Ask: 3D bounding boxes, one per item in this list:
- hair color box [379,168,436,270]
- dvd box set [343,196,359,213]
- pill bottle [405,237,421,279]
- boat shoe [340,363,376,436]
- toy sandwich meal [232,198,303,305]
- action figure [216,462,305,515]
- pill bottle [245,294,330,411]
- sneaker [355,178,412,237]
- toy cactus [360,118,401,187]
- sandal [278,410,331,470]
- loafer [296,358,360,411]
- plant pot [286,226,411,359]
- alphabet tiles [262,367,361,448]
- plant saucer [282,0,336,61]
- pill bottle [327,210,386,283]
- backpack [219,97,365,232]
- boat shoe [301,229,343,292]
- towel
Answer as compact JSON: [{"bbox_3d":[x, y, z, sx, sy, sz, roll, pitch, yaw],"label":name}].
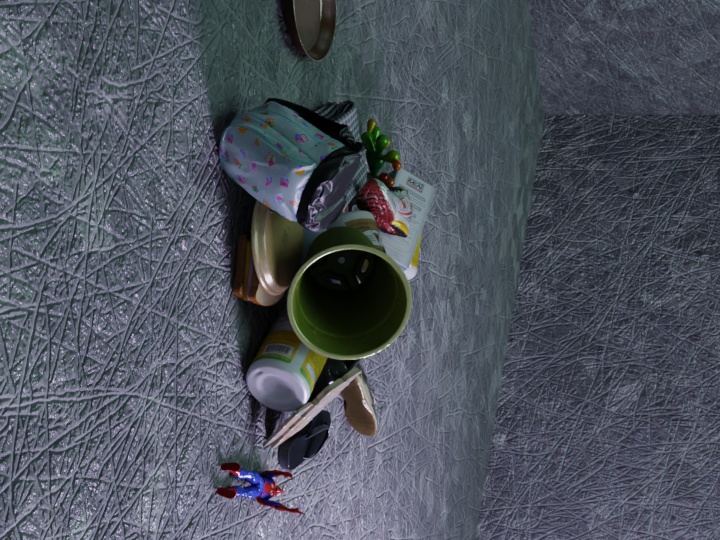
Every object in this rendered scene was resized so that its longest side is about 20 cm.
[{"bbox_3d":[0.077,-0.104,1.970,0.061,0.099,0.201,-29,-144,61],"label":"hair color box"},{"bbox_3d":[-0.033,-0.042,1.916,0.146,0.029,0.202,-28,119,-68],"label":"dvd box set"},{"bbox_3d":[0.076,-0.047,2.099,0.112,0.112,0.202,41,55,-66],"label":"pill bottle"},{"bbox_3d":[0.003,0.270,2.007,0.065,0.073,0.201,-60,148,-42],"label":"boat shoe"},{"bbox_3d":[-0.153,-0.046,1.529,0.205,0.070,0.207,0,90,-72],"label":"toy sandwich meal"},{"bbox_3d":[-0.151,0.360,1.560,0.200,0.098,0.066,47,51,-67],"label":"action figure"},{"bbox_3d":[-0.109,0.132,1.610,0.200,0.110,0.112,-64,151,-47],"label":"pill bottle"},{"bbox_3d":[0.049,-0.135,1.837,0.200,0.077,0.083,47,59,-65],"label":"sneaker"},{"bbox_3d":[0.021,-0.207,1.950,0.166,0.101,0.201,104,-23,-44],"label":"toy cactus"},{"bbox_3d":[-0.094,0.325,1.786,0.200,0.043,0.077,-37,128,-65],"label":"sandal"},{"bbox_3d":[-0.054,0.173,1.680,0.201,0.070,0.068,-45,120,-34],"label":"loafer"},{"bbox_3d":[-0.024,0.016,1.574,0.190,0.198,0.201,-102,-174,-67],"label":"plant pot"},{"bbox_3d":[-0.080,0.238,1.631,0.200,0.015,0.195,-47,168,36],"label":"alphabet tiles"},{"bbox_3d":[-0.092,-0.472,1.670,0.200,0.034,0.202,4,90,-70],"label":"plant saucer"},{"bbox_3d":[0.000,0.000,1.763,0.114,0.114,0.201,30,40,-68],"label":"pill bottle"},{"bbox_3d":[-0.111,-0.167,1.420,0.126,0.200,0.167,-36,159,-48],"label":"backpack"},{"bbox_3d":[-0.081,-0.011,1.712,0.073,0.068,0.200,-29,95,-26],"label":"boat shoe"},{"bbox_3d":[-0.053,-0.206,1.748,0.200,0.085,0.167,-57,144,-54],"label":"towel"}]
